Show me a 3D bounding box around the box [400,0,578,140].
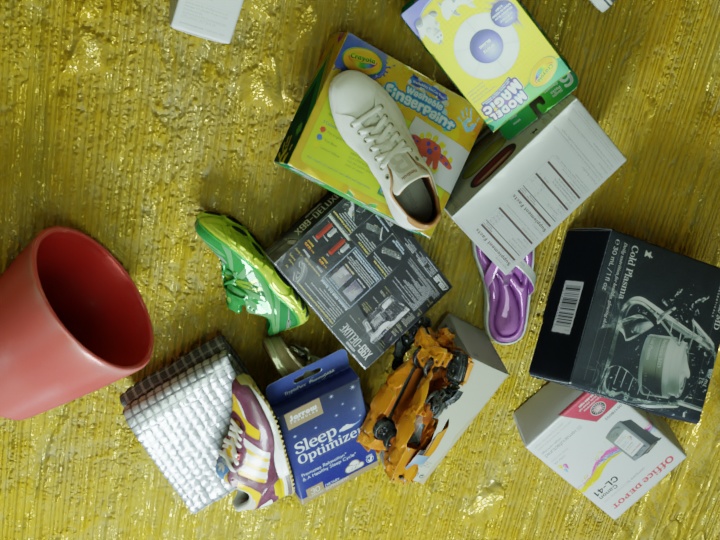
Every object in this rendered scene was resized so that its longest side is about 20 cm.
[{"bbox_3d":[0.149,-0.251,1.399,0.117,0.048,0.200,-37,106,17],"label":"box"}]

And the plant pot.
[{"bbox_3d":[-0.379,0.078,1.487,0.176,0.201,0.201,-34,118,20],"label":"plant pot"}]

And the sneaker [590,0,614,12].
[{"bbox_3d":[0.241,-0.382,1.388,0.079,0.079,0.199,-41,129,18],"label":"sneaker"}]

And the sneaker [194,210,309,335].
[{"bbox_3d":[-0.144,0.010,1.542,0.083,0.074,0.200,-36,117,9],"label":"sneaker"}]

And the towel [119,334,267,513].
[{"bbox_3d":[-0.201,0.200,1.630,0.164,0.086,0.201,-30,123,-1],"label":"towel"}]

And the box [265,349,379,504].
[{"bbox_3d":[-0.048,0.206,1.612,0.120,0.032,0.202,-25,128,-15],"label":"box"}]

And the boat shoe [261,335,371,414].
[{"bbox_3d":[-0.059,0.144,1.634,0.062,0.073,0.200,-37,129,3],"label":"boat shoe"}]

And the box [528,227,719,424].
[{"bbox_3d":[0.347,0.069,1.579,0.195,0.124,0.202,17,86,-19],"label":"box"}]

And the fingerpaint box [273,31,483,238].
[{"bbox_3d":[0.024,-0.158,1.449,0.198,0.073,0.168,25,90,-20],"label":"fingerpaint box"}]

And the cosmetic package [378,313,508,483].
[{"bbox_3d":[0.100,0.172,1.646,0.073,0.104,0.201,26,113,-28],"label":"cosmetic package"}]

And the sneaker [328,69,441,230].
[{"bbox_3d":[0.037,-0.135,1.374,0.072,0.085,0.201,-35,106,-9],"label":"sneaker"}]

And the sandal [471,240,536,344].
[{"bbox_3d":[0.194,0.010,1.606,0.081,0.050,0.205,-12,117,-4],"label":"sandal"}]

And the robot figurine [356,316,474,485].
[{"bbox_3d":[0.073,0.160,1.567,0.058,0.145,0.201,19,106,-38],"label":"robot figurine"}]

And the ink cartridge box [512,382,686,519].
[{"bbox_3d":[0.334,0.231,1.726,0.200,0.086,0.148,39,106,-22],"label":"ink cartridge box"}]

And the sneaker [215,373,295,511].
[{"bbox_3d":[-0.146,0.226,1.569,0.089,0.075,0.202,-23,122,-13],"label":"sneaker"}]

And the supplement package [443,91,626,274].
[{"bbox_3d":[0.198,-0.116,1.489,0.200,0.114,0.109,-44,115,5],"label":"supplement package"}]

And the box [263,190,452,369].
[{"bbox_3d":[0.000,0.000,1.548,0.158,0.050,0.200,-43,117,-4],"label":"box"}]

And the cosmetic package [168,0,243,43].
[{"bbox_3d":[-0.146,-0.359,1.330,0.073,0.102,0.202,13,115,-16],"label":"cosmetic package"}]
